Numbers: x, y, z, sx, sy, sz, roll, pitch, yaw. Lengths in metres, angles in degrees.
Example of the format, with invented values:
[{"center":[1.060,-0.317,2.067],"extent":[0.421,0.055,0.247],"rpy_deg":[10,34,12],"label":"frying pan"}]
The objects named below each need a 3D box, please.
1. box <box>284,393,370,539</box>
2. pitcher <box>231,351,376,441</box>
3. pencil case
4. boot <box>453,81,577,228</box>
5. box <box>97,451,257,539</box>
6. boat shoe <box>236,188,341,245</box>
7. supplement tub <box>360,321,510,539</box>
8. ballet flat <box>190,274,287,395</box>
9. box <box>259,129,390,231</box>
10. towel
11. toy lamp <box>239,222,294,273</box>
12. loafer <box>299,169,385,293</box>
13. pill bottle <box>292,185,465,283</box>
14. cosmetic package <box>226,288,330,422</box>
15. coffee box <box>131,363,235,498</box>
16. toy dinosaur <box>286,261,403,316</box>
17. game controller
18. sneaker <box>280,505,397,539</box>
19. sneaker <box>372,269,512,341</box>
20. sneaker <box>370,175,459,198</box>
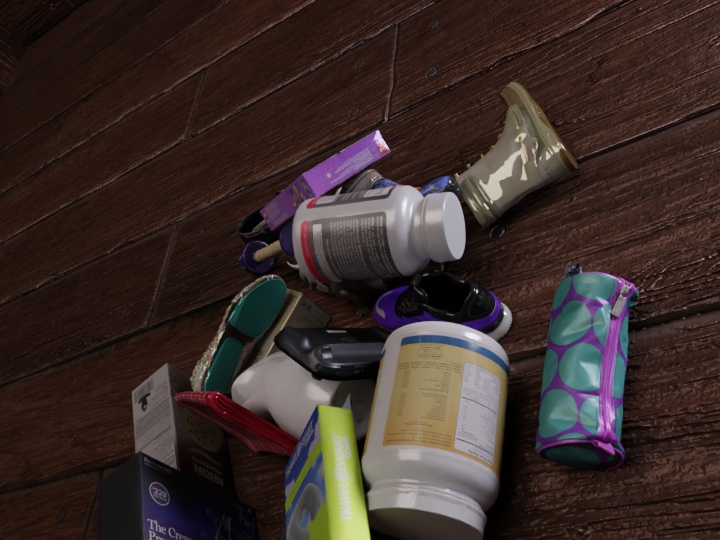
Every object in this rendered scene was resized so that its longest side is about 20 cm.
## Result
[{"center":[-0.039,0.238,0.804],"extent":[0.201,0.047,0.122],"rpy_deg":[-100,29,-50],"label":"box"},{"center":[-0.052,0.143,1.001],"extent":[0.172,0.122,0.199],"rpy_deg":[-45,27,-28],"label":"pitcher"},{"center":[0.231,0.097,0.782],"extent":[0.092,0.085,0.201],"rpy_deg":[-43,28,58],"label":"pencil case"},{"center":[0.190,-0.160,1.052],"extent":[0.154,0.072,0.201],"rpy_deg":[-37,40,18],"label":"boot"},{"center":[-0.210,0.324,0.916],"extent":[0.079,0.200,0.142],"rpy_deg":[-39,40,11],"label":"box"},{"center":[-0.120,-0.103,1.304],"extent":[0.201,0.063,0.074],"rpy_deg":[-33,38,16],"label":"boat shoe"},{"center":[0.079,0.172,0.816],"extent":[0.144,0.145,0.201],"rpy_deg":[-13,50,36],"label":"supplement tub"},{"center":[-0.177,0.088,1.073],"extent":[0.064,0.076,0.201],"rpy_deg":[8,61,54],"label":"ballet flat"},{"center":[-0.056,-0.126,1.121],"extent":[0.136,0.039,0.200],"rpy_deg":[-34,5,-25],"label":"box"},{"center":[-0.155,0.194,0.972],"extent":[0.023,0.144,0.200],"rpy_deg":[-61,18,-21],"label":"towel"},{"center":[-0.143,-0.032,1.234],"extent":[0.200,0.058,0.059],"rpy_deg":[-18,44,58],"label":"toy lamp"},{"center":[-0.013,-0.055,1.167],"extent":[0.063,0.072,0.201],"rpy_deg":[34,90,35],"label":"loafer"},{"center":[0.024,-0.046,0.963],"extent":[0.198,0.111,0.111],"rpy_deg":[-5,54,26],"label":"pill bottle"},{"center":[-0.141,0.126,1.122],"extent":[0.103,0.073,0.201],"rpy_deg":[11,65,47],"label":"cosmetic package"},{"center":[-0.253,0.246,1.095],"extent":[0.080,0.114,0.201],"rpy_deg":[-38,41,12],"label":"coffee box"},{"center":[0.000,0.000,1.070],"extent":[0.199,0.102,0.077],"rpy_deg":[-20,46,32],"label":"toy dinosaur"},{"center":[-0.009,0.097,0.924],"extent":[0.104,0.199,0.042],"rpy_deg":[20,99,40],"label":"game controller"},{"center":[-0.026,0.316,0.864],"extent":[0.112,0.073,0.200],"rpy_deg":[-53,32,2],"label":"sneaker"},{"center":[0.083,0.034,0.961],"extent":[0.199,0.099,0.070],"rpy_deg":[0,60,42],"label":"sneaker"},{"center":[0.049,-0.094,1.062],"extent":[0.199,0.075,0.079],"rpy_deg":[-19,74,39],"label":"sneaker"}]
